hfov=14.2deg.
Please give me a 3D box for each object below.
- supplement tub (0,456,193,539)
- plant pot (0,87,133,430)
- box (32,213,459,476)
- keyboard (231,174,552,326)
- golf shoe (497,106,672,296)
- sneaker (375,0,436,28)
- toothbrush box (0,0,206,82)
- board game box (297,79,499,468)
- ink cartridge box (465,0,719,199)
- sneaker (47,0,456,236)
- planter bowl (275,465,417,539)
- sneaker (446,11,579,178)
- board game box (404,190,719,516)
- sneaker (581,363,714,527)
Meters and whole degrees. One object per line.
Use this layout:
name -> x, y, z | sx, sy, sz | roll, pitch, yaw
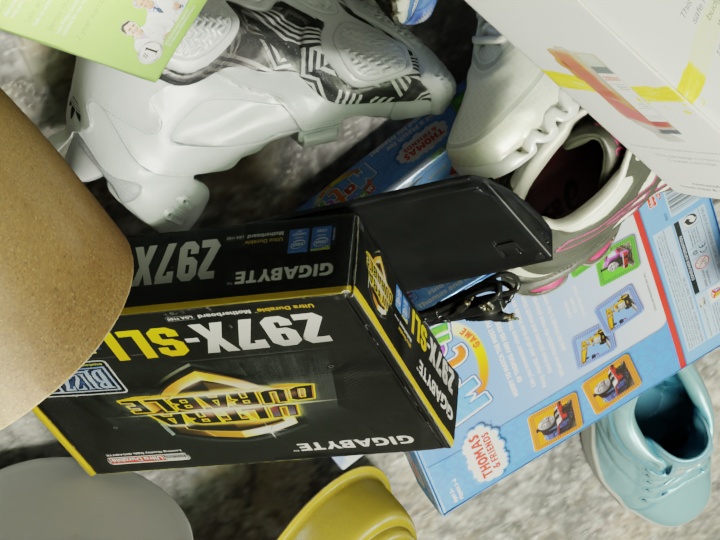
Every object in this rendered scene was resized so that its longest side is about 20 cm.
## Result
supplement tub -> -0.159, 0.213, 1.513 | 0.145, 0.145, 0.200 | -10, 130, -25
plant pot -> -0.223, -0.044, 1.254 | 0.186, 0.186, 0.200 | -30, 121, -7
box -> -0.070, 0.040, 1.407 | 0.200, 0.049, 0.160 | -5, 147, 18
keyboard -> 0.000, 0.000, 1.394 | 0.200, 0.021, 0.127 | -11, 146, 26
golf shoe -> 0.139, -0.069, 1.426 | 0.200, 0.077, 0.088 | -47, 172, -10
sneaker -> 0.054, -0.201, 1.346 | 0.089, 0.079, 0.200 | 1, 125, -29
toothbrush box -> -0.166, -0.173, 1.184 | 0.200, 0.146, 0.086 | 16, 117, -39
board game box -> 0.031, -0.002, 1.517 | 0.200, 0.037, 0.151 | -37, 136, 1
ink cartridge box -> 0.149, -0.140, 1.328 | 0.200, 0.083, 0.145 | 37, 70, -42
sneaker -> -0.057, -0.077, 1.386 | 0.200, 0.075, 0.115 | 9, 122, -31
planter bowl -> -0.004, 0.215, 1.589 | 0.200, 0.083, 0.201 | -48, 153, -34
sneaker -> 0.085, -0.139, 1.397 | 0.081, 0.075, 0.200 | 31, 80, -28
board game box -> 0.101, 0.026, 1.521 | 0.200, 0.037, 0.151 | -31, 137, -8
sneaker -> 0.172, 0.099, 1.667 | 0.074, 0.082, 0.200 | -32, 136, -3
